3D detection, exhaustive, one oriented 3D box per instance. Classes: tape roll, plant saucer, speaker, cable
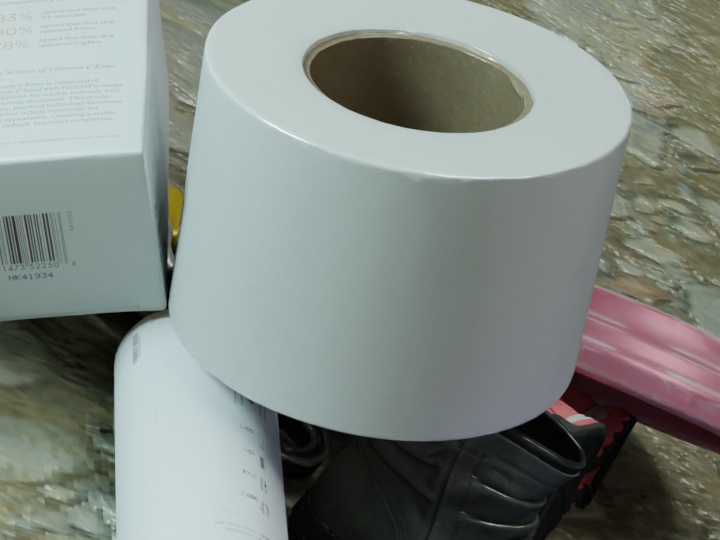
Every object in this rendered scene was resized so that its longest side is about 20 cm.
[{"bbox_3d":[0.017,-0.030,1.220,0.202,0.140,0.203,8,28,-4],"label":"tape roll"},{"bbox_3d":[0.150,0.050,1.436,0.200,0.051,0.201,24,-4,2],"label":"plant saucer"},{"bbox_3d":[-0.073,0.109,1.196,0.081,0.081,0.200,23,34,-24],"label":"speaker"},{"bbox_3d":[-0.091,0.023,1.323,0.097,0.050,0.200,-10,53,-49],"label":"cable"}]

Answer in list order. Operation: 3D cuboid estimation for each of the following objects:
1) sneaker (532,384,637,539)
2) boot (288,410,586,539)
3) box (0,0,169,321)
[{"bbox_3d":[0.084,0.091,1.384,0.087,0.074,0.200,31,7,13],"label":"sneaker"},{"bbox_3d":[0.072,0.132,1.268,0.200,0.131,0.068,34,31,-6],"label":"boot"},{"bbox_3d":[-0.160,-0.074,1.286,0.124,0.098,0.200,-4,39,0],"label":"box"}]
